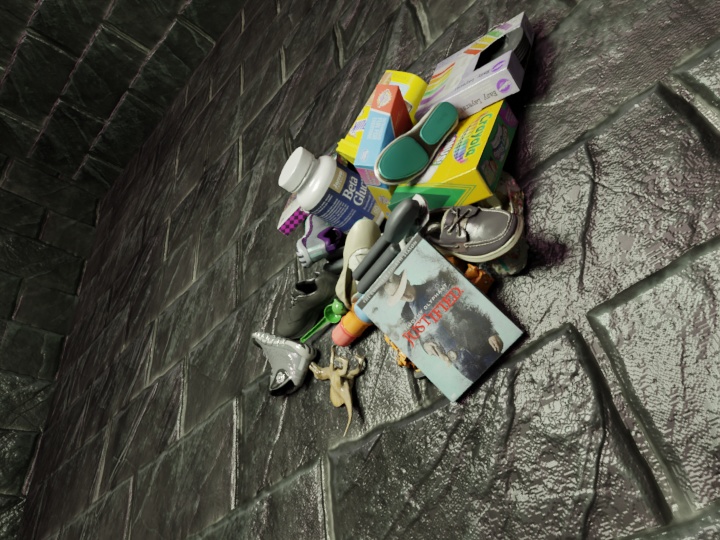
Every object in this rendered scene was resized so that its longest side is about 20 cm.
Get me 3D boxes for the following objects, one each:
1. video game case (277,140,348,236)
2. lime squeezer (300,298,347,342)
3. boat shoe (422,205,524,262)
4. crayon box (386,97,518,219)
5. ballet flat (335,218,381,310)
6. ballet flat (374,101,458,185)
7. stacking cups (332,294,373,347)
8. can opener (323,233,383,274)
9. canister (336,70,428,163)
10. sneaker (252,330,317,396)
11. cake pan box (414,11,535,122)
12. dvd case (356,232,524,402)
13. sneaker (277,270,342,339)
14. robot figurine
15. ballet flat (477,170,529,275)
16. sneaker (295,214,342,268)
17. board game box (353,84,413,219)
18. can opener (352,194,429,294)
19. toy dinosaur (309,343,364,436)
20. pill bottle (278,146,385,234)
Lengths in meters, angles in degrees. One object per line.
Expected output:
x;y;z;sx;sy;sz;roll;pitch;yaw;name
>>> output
-0.104;-0.192;1.173;0.200;0.036;0.182;-42;22;25;video game case
-0.056;0.080;0.959;0.038;0.070;0.200;63;147;11;lime squeezer
0.139;-0.059;0.724;0.199;0.064;0.073;8;70;61;boat shoe
0.152;-0.175;0.832;0.172;0.058;0.201;-19;33;44;crayon box
0.000;0.000;0.903;0.201;0.069;0.070;104;161;-46;ballet flat
0.089;-0.197;0.833;0.200;0.070;0.069;-48;32;-22;ballet flat
0.014;0.062;0.888;0.200;0.060;0.061;-48;39;29;stacking cups
-0.009;-0.038;0.995;0.199;0.066;0.053;-19;53;49;can opener
0.052;-0.306;1.064;0.201;0.086;0.148;-58;38;4;canister
-0.176;0.193;1.041;0.199;0.075;0.117;4;74;50;sneaker
0.204;-0.344;0.896;0.199;0.052;0.186;-15;42;44;cake pan box
0.108;0.067;0.726;0.200;0.022;0.146;45;107;13;dvd case
-0.114;0.063;1.031;0.200;0.090;0.076;-44;42;25;sneaker
0.110;0.066;0.790;0.201;0.058;0.145;-55;35;9;robot figurine
0.208;-0.087;0.763;0.075;0.064;0.202;-26;49;30;ballet flat
-0.071;-0.072;1.069;0.087;0.075;0.201;-18;28;15;sneaker
0.056;-0.200;0.904;0.040;0.200;0.155;9;74;22;board game box
0.035;-0.039;0.780;0.200;0.066;0.054;-51;45;38;can opener
-0.030;0.197;0.894;0.200;0.058;0.102;40;115;60;toy dinosaur
-0.052;-0.150;0.983;0.111;0.199;0.112;-42;32;35;pill bottle
